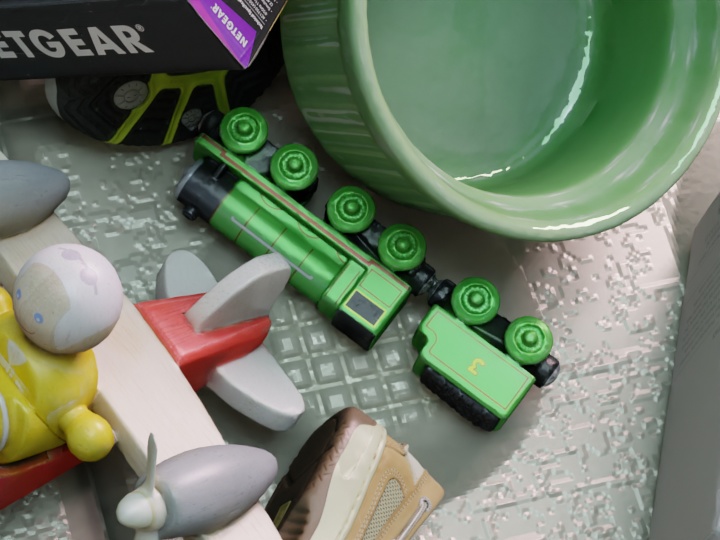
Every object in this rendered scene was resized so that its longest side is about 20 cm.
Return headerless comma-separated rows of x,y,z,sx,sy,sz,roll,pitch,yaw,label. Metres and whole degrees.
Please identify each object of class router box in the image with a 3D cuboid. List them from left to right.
-0.101,-0.155,1.252,0.051,0.200,0.149,51,56,-36,router box

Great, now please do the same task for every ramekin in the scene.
0.061,-0.114,1.272,0.200,0.098,0.200,-1,93,-29,ramekin

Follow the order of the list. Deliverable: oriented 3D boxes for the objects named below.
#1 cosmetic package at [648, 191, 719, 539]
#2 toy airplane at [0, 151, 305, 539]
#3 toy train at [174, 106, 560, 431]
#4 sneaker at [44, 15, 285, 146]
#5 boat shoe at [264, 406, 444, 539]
0.244,0.068,1.253,0.199,0.123,0.200,15,62,-5,cosmetic package
-0.111,0.035,1.181,0.200,0.141,0.199,13,54,1,toy airplane
0.000,0.000,1.281,0.200,0.042,0.056,36,74,6,toy train
-0.066,-0.126,1.316,0.200,0.075,0.076,-32,53,-24,sneaker
-0.022,0.154,1.192,0.076,0.072,0.200,37,64,-12,boat shoe
